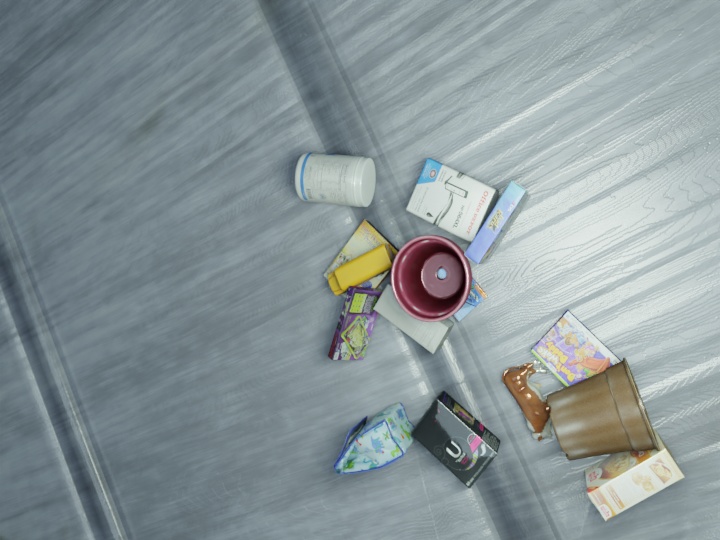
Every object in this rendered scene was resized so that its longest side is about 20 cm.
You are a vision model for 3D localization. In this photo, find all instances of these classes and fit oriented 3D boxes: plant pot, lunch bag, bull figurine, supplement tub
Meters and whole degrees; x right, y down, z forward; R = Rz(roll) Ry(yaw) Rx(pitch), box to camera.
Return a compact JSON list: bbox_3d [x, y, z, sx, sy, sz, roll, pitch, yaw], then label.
[{"bbox_3d":[0.189,0.016,1.489,0.194,0.178,0.208,1,92,20],"label":"plant pot"},{"bbox_3d":[0.034,0.455,1.586,0.198,0.169,0.129,-36,81,19],"label":"lunch bag"},{"bbox_3d":[0.439,0.323,1.492,0.120,0.065,0.203,-35,86,10],"label":"bull figurine"},{"bbox_3d":[-0.068,-0.246,1.618,0.194,0.131,0.137,8,94,18],"label":"supplement tub"},{"bbox_3d":[0.537,0.325,1.350,0.194,0.199,0.206,-22,85,22],"label":"plant pot"}]

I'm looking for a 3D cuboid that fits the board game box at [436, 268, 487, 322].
[{"bbox_3d":[0.233,0.023,1.578,0.103,0.019,0.202,-42,78,18],"label":"board game box"}]

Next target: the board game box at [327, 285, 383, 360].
[{"bbox_3d":[-0.011,0.144,1.612,0.032,0.117,0.206,32,108,49],"label":"board game box"}]

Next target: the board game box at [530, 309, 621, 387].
[{"bbox_3d":[0.535,0.218,1.463,0.200,0.045,0.135,45,105,13],"label":"board game box"}]

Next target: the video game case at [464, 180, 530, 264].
[{"bbox_3d":[0.334,-0.112,1.451,0.045,0.181,0.203,34,102,14],"label":"video game case"}]

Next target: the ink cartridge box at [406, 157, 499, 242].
[{"bbox_3d":[0.237,-0.178,1.535,0.196,0.084,0.150,27,100,17],"label":"ink cartridge box"}]

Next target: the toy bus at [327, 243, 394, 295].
[{"bbox_3d":[0.000,0.000,1.596,0.196,0.078,0.067,-27,84,19],"label":"toy bus"}]

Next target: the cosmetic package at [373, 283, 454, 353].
[{"bbox_3d":[0.141,0.119,1.570,0.197,0.106,0.092,34,103,17],"label":"cosmetic package"}]

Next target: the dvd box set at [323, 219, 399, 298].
[{"bbox_3d":[0.006,-0.015,1.652,0.146,0.029,0.202,41,105,14],"label":"dvd box set"}]

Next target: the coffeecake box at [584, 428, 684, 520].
[{"bbox_3d":[0.624,0.468,1.383,0.198,0.153,0.074,-38,81,16],"label":"coffeecake box"}]

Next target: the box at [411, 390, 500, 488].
[{"bbox_3d":[0.246,0.431,1.543,0.199,0.106,0.124,39,103,15],"label":"box"}]
